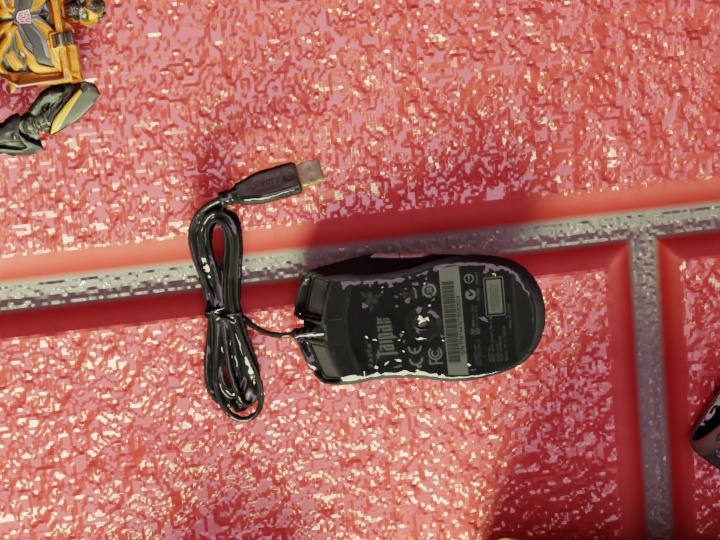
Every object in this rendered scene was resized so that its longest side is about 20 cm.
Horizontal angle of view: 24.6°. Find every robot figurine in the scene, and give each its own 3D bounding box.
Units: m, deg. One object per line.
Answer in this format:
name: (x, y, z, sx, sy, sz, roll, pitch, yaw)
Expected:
robot figurine: (-0.233, -0.125, 0.874, 0.198, 0.058, 0.147, -10, 101, -6)

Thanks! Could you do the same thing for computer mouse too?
computer mouse: (0.000, 0.000, 0.937, 0.198, 0.046, 0.142, -11, 104, 5)

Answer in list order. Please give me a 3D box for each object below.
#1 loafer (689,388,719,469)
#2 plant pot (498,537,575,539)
loafer: (0.257, 0.031, 0.967, 0.062, 0.072, 0.202, 20, 97, -5)
plant pot: (0.185, 0.239, 0.937, 0.191, 0.200, 0.203, -6, 100, -18)
